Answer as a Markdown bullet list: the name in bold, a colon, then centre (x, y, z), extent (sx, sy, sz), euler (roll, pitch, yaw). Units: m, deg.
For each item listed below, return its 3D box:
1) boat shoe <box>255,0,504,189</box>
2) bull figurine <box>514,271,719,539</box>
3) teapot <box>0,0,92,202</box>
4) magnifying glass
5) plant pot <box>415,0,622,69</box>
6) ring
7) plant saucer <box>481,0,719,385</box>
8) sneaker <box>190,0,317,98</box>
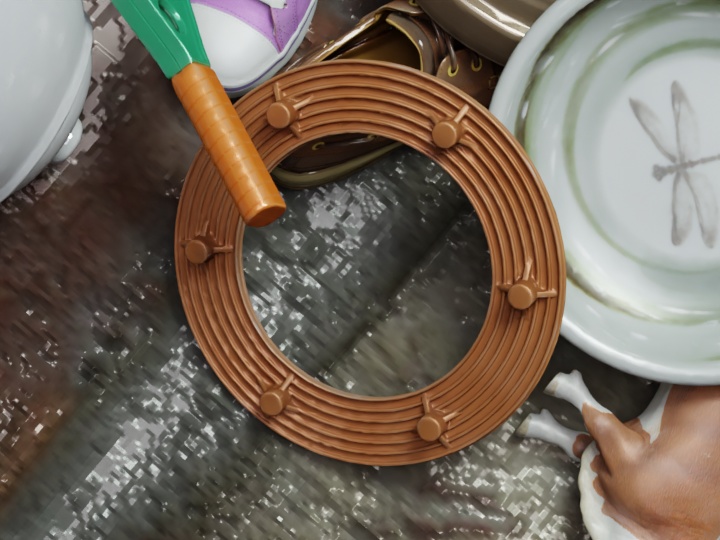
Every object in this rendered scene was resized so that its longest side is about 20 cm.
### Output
- **boat shoe**: centre (0.035, -0.105, 0.973), extent (0.199, 0.068, 0.073), euler (-27, 82, -6)
- **bull figurine**: centre (0.153, 0.080, 0.947), extent (0.121, 0.065, 0.200), euler (41, 77, 11)
- **teapot**: centre (-0.197, -0.092, 0.926), extent (0.146, 0.198, 0.200), euler (35, 105, -31)
- **magnifying glass**: centre (-0.090, -0.110, 0.919), extent (0.022, 0.079, 0.201), euler (-35, 75, 17)
- **plant pot**: centre (0.111, -0.198, 0.947), extent (0.198, 0.093, 0.203), euler (6, 63, -11)
- **ring**: centre (0.000, 0.000, 0.929), extent (0.198, 0.019, 0.203), euler (6, 107, 19)
- **plant saucer**: centre (0.157, -0.050, 0.907), extent (0.198, 0.050, 0.203), euler (3, 103, 14)
- **sneaker**: centre (-0.040, -0.188, 0.963), extent (0.072, 0.114, 0.202), euler (23, 82, 1)
